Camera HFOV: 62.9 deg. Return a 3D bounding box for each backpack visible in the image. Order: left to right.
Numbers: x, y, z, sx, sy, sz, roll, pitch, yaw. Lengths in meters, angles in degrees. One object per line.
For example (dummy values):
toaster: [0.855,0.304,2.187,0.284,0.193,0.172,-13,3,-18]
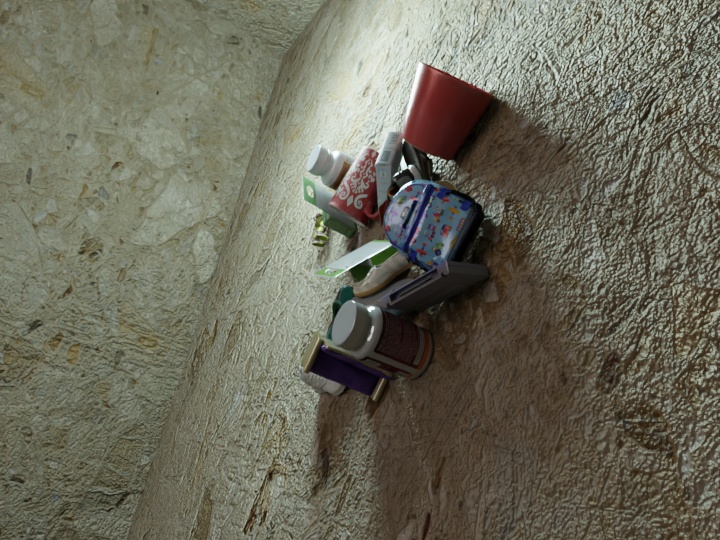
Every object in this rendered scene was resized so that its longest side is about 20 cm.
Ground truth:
backpack: [0.137,-0.102,1.244,0.198,0.134,0.185,33,100,20]

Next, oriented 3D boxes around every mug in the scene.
mug: [0.024,-0.240,1.738,0.203,0.175,0.133,-61,-11,-1]

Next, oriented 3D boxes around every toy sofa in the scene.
toy sofa: [-0.029,0.221,1.319,0.084,0.197,0.098,-62,20,4]

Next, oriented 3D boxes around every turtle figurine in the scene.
turtle figurine: [-0.124,-0.173,1.998,0.199,0.063,0.164,-32,41,50]

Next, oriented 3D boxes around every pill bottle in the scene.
pill bottle: [-0.065,-0.307,1.836,0.114,0.197,0.116,-43,33,39]
pill bottle: [0.045,0.144,1.235,0.114,0.197,0.116,-43,33,38]

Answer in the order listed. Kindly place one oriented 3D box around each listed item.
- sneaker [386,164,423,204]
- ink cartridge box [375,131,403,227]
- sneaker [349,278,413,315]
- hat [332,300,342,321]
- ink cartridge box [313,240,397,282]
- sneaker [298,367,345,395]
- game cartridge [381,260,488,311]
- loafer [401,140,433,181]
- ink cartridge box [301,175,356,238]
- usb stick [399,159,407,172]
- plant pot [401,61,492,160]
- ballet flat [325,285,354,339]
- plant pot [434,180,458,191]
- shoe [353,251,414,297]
sneaker: [0.097,-0.179,1.481,0.075,0.078,0.202,57,156,32]
ink cartridge box: [0.082,-0.239,1.563,0.162,0.046,0.203,-72,-19,-46]
sneaker: [0.050,0.090,1.351,0.197,0.083,0.074,-19,25,25]
hat: [0.035,0.118,1.487,0.165,0.173,0.204,3,111,69]
ink cartridge box: [0.000,0.000,1.461,0.198,0.077,0.147,-29,15,-22]
sneaker: [-0.103,0.277,1.532,0.199,0.098,0.080,-27,45,54]
game cartridge: [0.150,0.034,1.200,0.199,0.128,0.039,-33,66,44]
loafer: [0.161,-0.259,1.501,0.075,0.068,0.204,123,142,-58]
ink cartridge box: [-0.107,-0.197,1.827,0.048,0.197,0.147,-50,29,28]
usb stick: [0.129,-0.309,1.651,0.055,0.032,0.203,-46,32,38]
plant pot: [0.195,-0.379,1.422,0.180,0.196,0.201,-66,23,22]
ballet flat: [-0.051,0.142,1.597,0.073,0.072,0.205,-5,70,62]
plant pot: [0.174,-0.111,1.380,0.199,0.027,0.204,-35,46,46]
shoe: [0.062,-0.006,1.348,0.198,0.054,0.070,-31,11,10]
